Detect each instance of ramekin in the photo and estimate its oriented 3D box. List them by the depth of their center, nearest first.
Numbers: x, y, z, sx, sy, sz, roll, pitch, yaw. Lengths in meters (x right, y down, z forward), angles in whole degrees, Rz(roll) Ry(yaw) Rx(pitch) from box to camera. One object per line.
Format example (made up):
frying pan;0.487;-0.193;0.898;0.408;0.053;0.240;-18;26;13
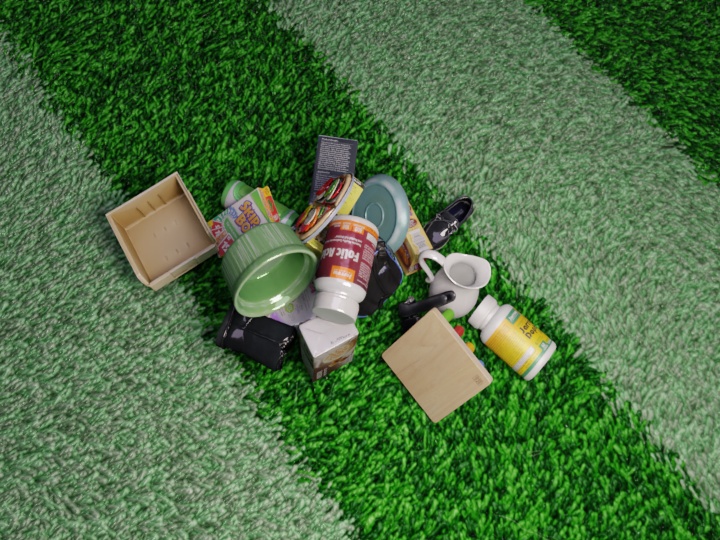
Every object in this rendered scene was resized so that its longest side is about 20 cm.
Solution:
ramekin;-0.196;-0.006;1.336;0.197;0.202;0.098;-29;63;-17

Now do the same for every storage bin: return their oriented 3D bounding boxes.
storage bin;-0.473;-0.091;1.539;0.197;0.094;0.201;-32;72;-8

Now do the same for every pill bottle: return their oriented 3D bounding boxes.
pill bottle;-0.034;-0.001;1.325;0.111;0.115;0.205;13;71;0
pill bottle;0.357;0.155;1.517;0.199;0.113;0.113;41;69;13

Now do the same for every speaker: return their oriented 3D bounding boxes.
speaker;-0.252;-0.151;1.607;0.197;0.089;0.090;29;67;8

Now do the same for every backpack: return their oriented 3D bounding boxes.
backpack;0.000;0.000;1.498;0.182;0.200;0.148;-41;56;5

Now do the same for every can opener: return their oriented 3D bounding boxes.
can opener;0.156;0.084;1.492;0.063;0.199;0.080;-25;85;-39

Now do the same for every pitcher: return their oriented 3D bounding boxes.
pitcher;0.206;0.025;1.511;0.168;0.201;0.123;25;66;7

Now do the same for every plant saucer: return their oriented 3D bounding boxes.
plant saucer;0.041;-0.135;1.576;0.027;0.200;0.204;-6;61;-45

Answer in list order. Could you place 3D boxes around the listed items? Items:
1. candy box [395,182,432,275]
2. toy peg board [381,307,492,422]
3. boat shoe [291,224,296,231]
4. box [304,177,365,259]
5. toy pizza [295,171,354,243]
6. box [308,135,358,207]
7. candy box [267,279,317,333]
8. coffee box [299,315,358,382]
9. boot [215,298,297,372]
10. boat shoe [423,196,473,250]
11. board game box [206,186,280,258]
candy box;0.105;-0.106;1.602;0.055;0.117;0.203;-20;70;-18
toy peg board;0.186;0.202;1.452;0.200;0.200;0.097;50;39;7
boat shoe;-0.158;-0.073;1.540;0.198;0.072;0.070;-24;96;-52
box;-0.064;-0.119;1.450;0.050;0.075;0.203;34;68;-10
toy pizza;-0.088;-0.145;1.411;0.032;0.199;0.203;39;66;-19
box;-0.071;-0.211;1.615;0.104;0.149;0.205;8;65;-2
candy box;-0.190;0.070;1.525;0.195;0.072;0.172;-15;68;-11
coffee box;-0.075;0.165;1.424;0.112;0.201;0.081;-25;70;-16
boot;-0.214;0.109;1.425;0.164;0.077;0.205;18;70;6
boat shoe;0.223;-0.124;1.653;0.199;0.063;0.075;-41;77;-18
board game box;-0.287;-0.118;1.553;0.197;0.030;0.098;-29;77;22
